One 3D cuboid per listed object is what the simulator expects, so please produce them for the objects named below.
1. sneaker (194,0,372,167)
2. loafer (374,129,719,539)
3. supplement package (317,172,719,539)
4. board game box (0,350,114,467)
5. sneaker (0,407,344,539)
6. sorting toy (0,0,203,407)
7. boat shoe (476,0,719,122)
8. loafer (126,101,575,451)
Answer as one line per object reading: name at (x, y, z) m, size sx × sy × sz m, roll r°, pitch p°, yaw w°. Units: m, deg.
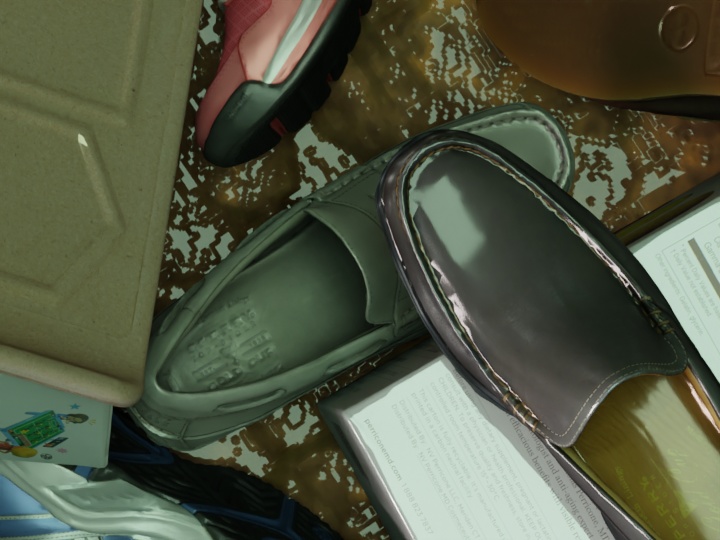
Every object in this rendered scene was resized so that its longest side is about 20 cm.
sneaker at (-0.030, -0.135, 0.889) m, size 0.087 × 0.074 × 0.201 m, roll 23°, pitch 80°, yaw 6°
loafer at (0.081, 0.033, 0.771) m, size 0.073 × 0.072 × 0.200 m, roll -42°, pitch 91°, yaw -4°
supplement package at (0.100, 0.048, 0.866) m, size 0.200 × 0.114 × 0.110 m, roll -30°, pitch 92°, yaw -6°
board game box at (-0.183, -0.012, 0.834) m, size 0.199 × 0.064 × 0.148 m, roll 4°, pitch 54°, yaw -6°
sneaker at (-0.072, 0.113, 0.880) m, size 0.200 × 0.076 × 0.077 m, roll 31°, pitch 105°, yaw -1°
sorting toy at (-0.146, -0.064, 0.776) m, size 0.185 × 0.036 × 0.200 m, roll 18°, pitch 60°, yaw -25°
boat shoe at (0.132, -0.085, 0.857) m, size 0.070 × 0.200 × 0.071 m, roll 10°, pitch 98°, yaw -47°
loafer at (0.000, 0.000, 0.874) m, size 0.200 × 0.070 × 0.070 m, roll -36°, pitch 88°, yaw -14°
